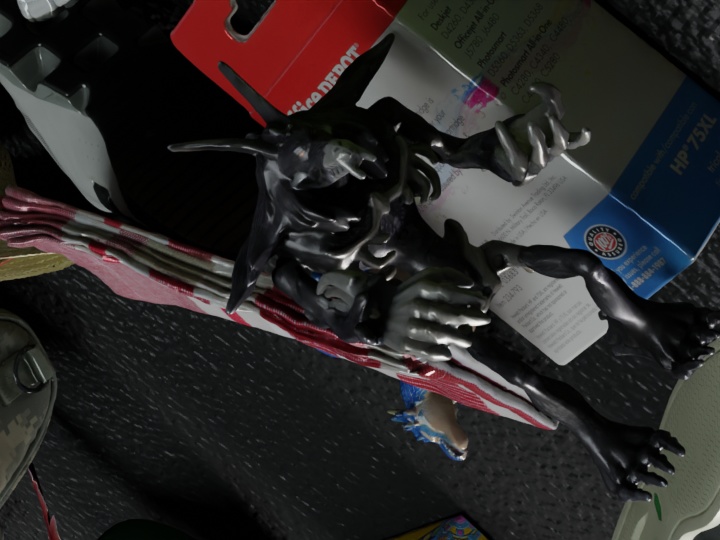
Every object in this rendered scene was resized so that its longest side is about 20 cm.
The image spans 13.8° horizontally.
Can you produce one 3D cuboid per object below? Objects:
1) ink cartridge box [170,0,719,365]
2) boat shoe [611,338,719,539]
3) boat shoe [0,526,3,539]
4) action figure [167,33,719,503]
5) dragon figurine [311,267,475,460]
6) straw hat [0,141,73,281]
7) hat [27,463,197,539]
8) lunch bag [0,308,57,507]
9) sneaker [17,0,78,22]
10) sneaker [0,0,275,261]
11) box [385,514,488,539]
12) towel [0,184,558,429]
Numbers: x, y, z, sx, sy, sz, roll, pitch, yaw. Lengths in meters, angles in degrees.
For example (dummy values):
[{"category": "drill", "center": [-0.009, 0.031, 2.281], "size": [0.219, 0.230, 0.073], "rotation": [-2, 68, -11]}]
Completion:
[{"category": "ink cartridge box", "center": [0.037, -0.066, 1.110], "size": [0.200, 0.067, 0.116], "rotation": [39, 149, -4]}, {"category": "boat shoe", "center": [0.157, 0.089, 1.225], "size": [0.067, 0.072, 0.200], "rotation": [1, 143, -11]}, {"category": "boat shoe", "center": [-0.237, 0.140, 1.695], "size": [0.066, 0.070, 0.201], "rotation": [20, 139, 29]}, {"category": "action figure", "center": [0.035, -0.010, 1.021], "size": [0.199, 0.119, 0.102], "rotation": [33, 159, -13]}, {"category": "dragon figurine", "center": [0.000, 0.000, 1.250], "size": [0.200, 0.059, 0.099], "rotation": [42, 150, -8]}, {"category": "straw hat", "center": [-0.201, -0.037, 1.373], "size": [0.201, 0.200, 0.086], "rotation": [-11, 86, 52]}, {"category": "hat", "center": [-0.135, 0.164, 1.606], "size": [0.176, 0.165, 0.201], "rotation": [43, 125, 44]}, {"category": "lunch bag", "center": [-0.265, 0.077, 1.510], "size": [0.199, 0.168, 0.140], "rotation": [6, 127, 49]}, {"category": "sneaker", "center": [-0.102, -0.159, 1.121], "size": [0.090, 0.078, 0.200], "rotation": [52, 145, -13]}, {"category": "sneaker", "center": [-0.082, -0.051, 1.233], "size": [0.200, 0.074, 0.089], "rotation": [43, 161, 40]}, {"category": "box", "center": [0.042, 0.264, 1.442], "size": [0.200, 0.193, 0.122], "rotation": [43, 150, -12]}, {"category": "towel", "center": [-0.031, 0.019, 1.165], "size": [0.199, 0.023, 0.144], "rotation": [18, 175, 25]}]
